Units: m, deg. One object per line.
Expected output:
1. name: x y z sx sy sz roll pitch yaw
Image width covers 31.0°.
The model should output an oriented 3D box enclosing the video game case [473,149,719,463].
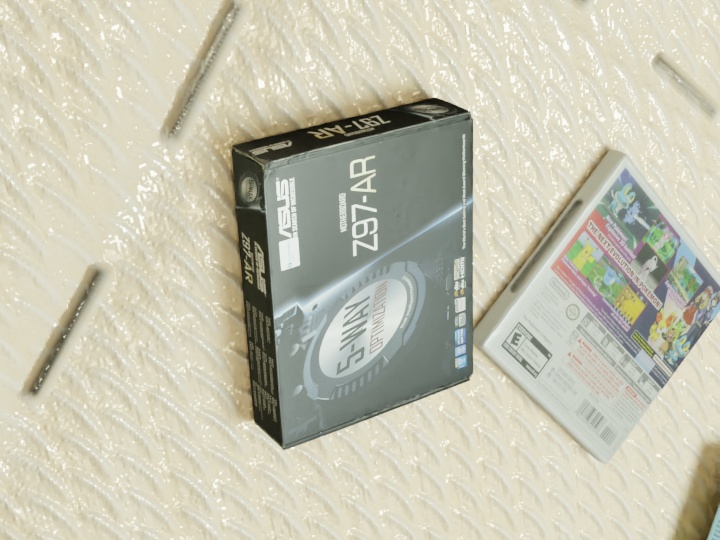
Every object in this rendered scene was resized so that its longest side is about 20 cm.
1. video game case: 0.195 0.034 1.024 0.183 0.023 0.200 -52 128 -5

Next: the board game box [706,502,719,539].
1. board game box: 0.368 0.273 1.173 0.103 0.104 0.202 -6 115 -58

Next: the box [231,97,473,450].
1. box: 0.000 0.000 0.860 0.159 0.043 0.202 -16 118 -29
